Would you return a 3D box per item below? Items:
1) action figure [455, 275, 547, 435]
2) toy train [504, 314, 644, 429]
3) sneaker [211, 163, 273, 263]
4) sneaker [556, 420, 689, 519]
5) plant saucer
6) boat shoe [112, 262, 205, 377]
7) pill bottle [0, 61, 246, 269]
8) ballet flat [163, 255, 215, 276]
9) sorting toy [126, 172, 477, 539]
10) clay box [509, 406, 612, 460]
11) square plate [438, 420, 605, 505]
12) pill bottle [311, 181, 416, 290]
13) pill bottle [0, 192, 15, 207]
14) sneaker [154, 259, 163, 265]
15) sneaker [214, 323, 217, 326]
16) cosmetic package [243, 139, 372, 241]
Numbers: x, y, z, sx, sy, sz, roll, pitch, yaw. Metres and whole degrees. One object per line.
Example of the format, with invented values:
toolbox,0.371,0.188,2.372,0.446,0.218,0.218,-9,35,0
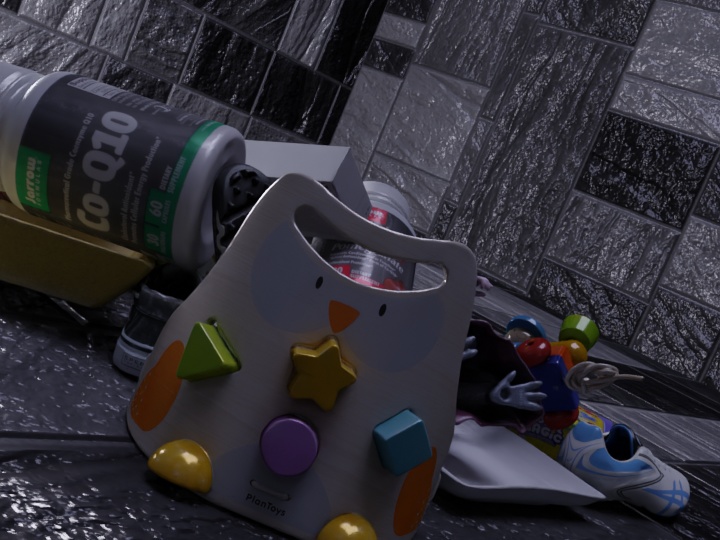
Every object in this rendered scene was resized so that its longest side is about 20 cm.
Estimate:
action figure,0.069,0.090,0.787,0.148,0.135,0.200,-24,8,-16
toy train,0.194,0.082,0.873,0.199,0.085,0.116,-13,20,43
sneaker,-0.085,0.015,0.712,0.066,0.202,0.090,-31,28,-33
sneaker,0.259,0.187,0.884,0.199,0.073,0.072,19,6,-41
plant saucer,-0.265,-0.021,0.725,0.198,0.049,0.200,20,0,-15
boat shoe,-0.143,0.030,0.734,0.072,0.071,0.200,22,7,-10
pill bottle,-0.197,-0.083,0.708,0.198,0.114,0.113,19,6,8
ballet flat,-0.156,-0.026,0.875,0.200,0.067,0.067,50,51,5
sorting toy,-0.022,0.048,0.533,0.199,0.181,0.107,23,6,-2
clay box,0.168,0.146,0.993,0.199,0.048,0.115,26,7,13
square plate,0.076,0.144,0.781,0.199,0.029,0.198,17,10,-44
pill bottle,0.000,0.000,0.932,0.110,0.111,0.201,22,39,-8
pill bottle,-0.290,-0.107,0.841,0.198,0.113,0.112,-2,-3,21
sneaker,-0.234,-0.034,0.945,0.199,0.074,0.082,31,7,-11
sneaker,-0.038,0.098,0.638,0.199,0.076,0.076,21,27,4
cosmetic package,-0.093,-0.082,0.901,0.198,0.051,0.083,8,-34,26
